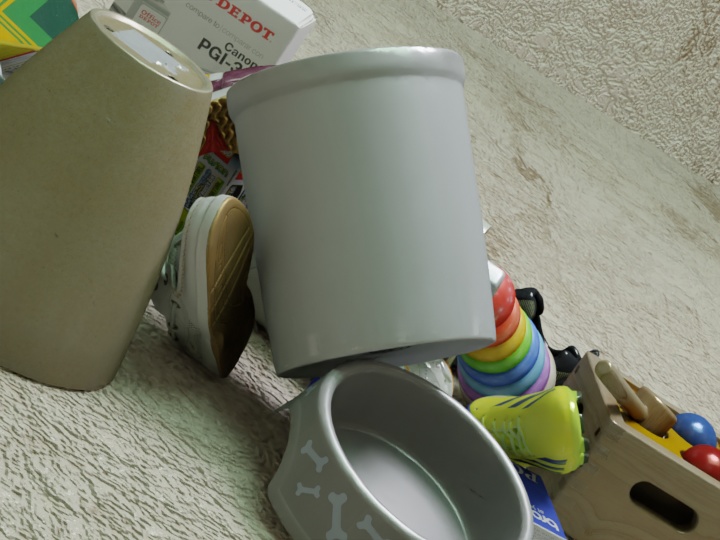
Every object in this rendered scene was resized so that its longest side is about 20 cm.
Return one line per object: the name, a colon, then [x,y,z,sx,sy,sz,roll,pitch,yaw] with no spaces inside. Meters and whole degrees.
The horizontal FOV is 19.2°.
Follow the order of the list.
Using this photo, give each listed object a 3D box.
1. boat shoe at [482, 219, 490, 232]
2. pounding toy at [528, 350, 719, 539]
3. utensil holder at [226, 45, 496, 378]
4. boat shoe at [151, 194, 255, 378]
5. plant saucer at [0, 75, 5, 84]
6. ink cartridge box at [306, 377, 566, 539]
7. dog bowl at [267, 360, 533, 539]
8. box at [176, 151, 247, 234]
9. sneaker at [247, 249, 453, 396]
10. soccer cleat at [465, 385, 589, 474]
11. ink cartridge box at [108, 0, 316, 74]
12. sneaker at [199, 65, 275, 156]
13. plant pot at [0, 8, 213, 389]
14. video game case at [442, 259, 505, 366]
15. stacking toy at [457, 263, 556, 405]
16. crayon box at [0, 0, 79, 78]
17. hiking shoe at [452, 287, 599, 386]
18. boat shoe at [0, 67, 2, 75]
boat shoe: [0.037,-0.001,1.720,0.060,0.202,0.072,40,55,0]
pounding toy: [0.224,0.148,1.731,0.199,0.143,0.184,32,15,-12]
utensil holder: [0.004,-0.037,1.478,0.170,0.169,0.202,6,73,-61]
boat shoe: [-0.115,0.008,1.455,0.069,0.071,0.200,24,-29,11]
plant saucer: [-0.329,-0.116,1.405,0.199,0.039,0.201,10,-17,3]
ink cartridge box: [0.051,0.146,1.553,0.199,0.044,0.094,30,17,-20]
dog bowl: [0.030,0.143,1.404,0.199,0.059,0.201,30,30,-19]
box: [-0.087,-0.061,1.765,0.035,0.110,0.200,39,15,19]
sneaker: [-0.020,0.054,1.637,0.199,0.076,0.092,34,21,5]
soccer cleat: [0.118,0.124,1.625,0.083,0.065,0.200,-3,-5,-12]
ink cartridge box: [-0.152,-0.167,1.770,0.146,0.201,0.083,34,15,0]
sneaker: [-0.127,-0.129,1.624,0.199,0.075,0.090,-15,43,-38]
plant pot: [-0.186,-0.061,1.372,0.187,0.201,0.187,31,15,-9]
video game case: [0.000,0.000,1.674,0.199,0.182,0.023,36,51,7]
stacking toy: [0.111,0.053,1.741,0.085,0.085,0.200,41,-11,23]
crayon box: [-0.313,-0.177,1.601,0.200,0.126,0.051,0,79,-66]
hiking shoe: [0.113,0.045,1.886,0.199,0.101,0.076,37,11,5]
boat shoe: [-0.294,-0.123,1.533,0.067,0.072,0.200,-4,-11,-3]
